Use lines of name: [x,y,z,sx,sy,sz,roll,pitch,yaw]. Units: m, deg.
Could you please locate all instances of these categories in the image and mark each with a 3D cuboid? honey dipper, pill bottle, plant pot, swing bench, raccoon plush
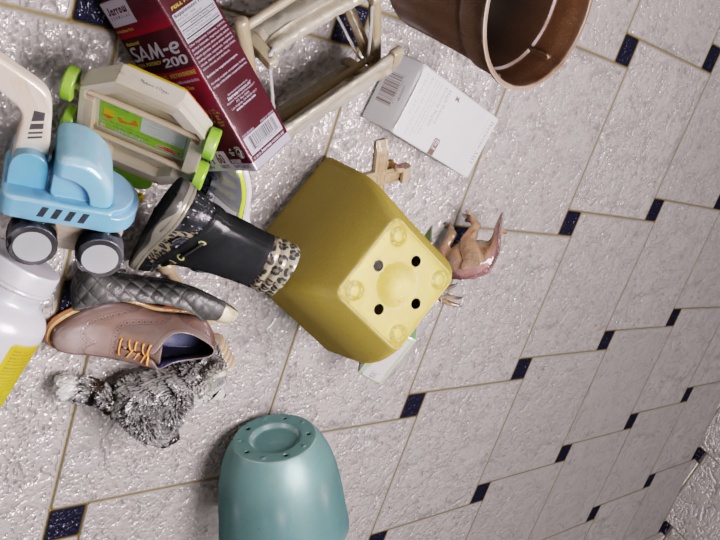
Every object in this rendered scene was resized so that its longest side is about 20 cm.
honey dipper: [-0.211,0.058,1.043,0.038,0.038,0.202,-38,135,-20]
pill bottle: [-0.390,0.074,0.816,0.112,0.112,0.202,30,93,-50]
plant pot: [0.150,-0.351,1.002,0.199,0.197,0.203,-25,132,-32]
plant pot: [-0.119,0.312,1.193,0.199,0.199,0.164,-19,117,-35]
plant pot: [0.000,0.000,1.022,0.194,0.199,0.196,44,81,-27]
swing bench: [-0.065,-0.248,0.909,0.198,0.129,0.202,-39,137,-21]
raccoon plush: [-0.252,0.135,0.989,0.135,0.097,0.199,-51,141,12]

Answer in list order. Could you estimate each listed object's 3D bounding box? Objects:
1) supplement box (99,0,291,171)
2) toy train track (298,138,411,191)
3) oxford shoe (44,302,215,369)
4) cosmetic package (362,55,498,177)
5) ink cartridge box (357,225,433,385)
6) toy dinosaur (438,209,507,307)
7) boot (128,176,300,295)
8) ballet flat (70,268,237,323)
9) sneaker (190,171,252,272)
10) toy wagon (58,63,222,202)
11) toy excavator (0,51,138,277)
supplement box: [-0.164,-0.198,0.814,0.061,0.108,0.202,-46,122,-29]
toy train track: [0.001,-0.117,1.138,0.198,0.032,0.116,-18,128,-35]
oxford shoe: [-0.266,0.077,0.957,0.197,0.073,0.072,-2,122,-29]
cosmetic package: [0.102,-0.215,1.143,0.199,0.074,0.103,18,103,-48]
ink cartridge box: [0.067,0.051,1.195,0.048,0.146,0.201,30,121,-13]
toy dinosaur: [0.165,-0.011,1.287,0.086,0.199,0.137,37,47,-26]
boot: [-0.165,-0.016,0.892,0.152,0.203,0.074,28,64,-17]
ballet flat: [-0.239,0.037,0.950,0.197,0.066,0.058,14,82,-26]
sneaker: [-0.175,-0.077,0.963,0.080,0.074,0.203,-21,128,-28]
toy wagon: [-0.228,-0.133,0.828,0.153,0.200,0.040,22,63,-12]
toy excavator: [-0.296,-0.113,0.760,0.192,0.101,0.202,10,124,-26]
